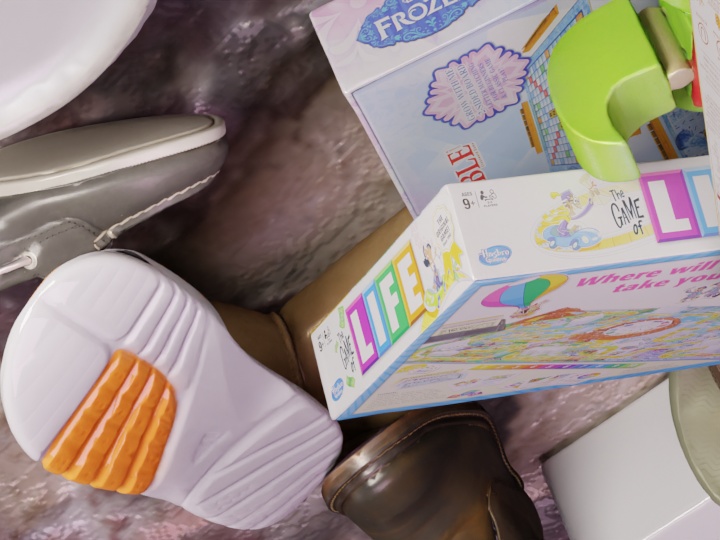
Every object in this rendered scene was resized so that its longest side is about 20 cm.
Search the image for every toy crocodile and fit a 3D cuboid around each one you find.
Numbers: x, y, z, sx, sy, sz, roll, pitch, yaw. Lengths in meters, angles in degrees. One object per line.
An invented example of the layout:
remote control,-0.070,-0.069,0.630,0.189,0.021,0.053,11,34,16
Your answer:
toy crocodile,0.151,-0.088,0.861,0.199,0.062,0.068,-19,144,-7

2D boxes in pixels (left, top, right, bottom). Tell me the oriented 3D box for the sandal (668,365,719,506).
sandal,0.166,0.017,1.107,0.079,0.057,0.202,11,119,14

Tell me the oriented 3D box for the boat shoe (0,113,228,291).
boat shoe,-0.138,-0.008,0.981,0.199,0.067,0.057,-15,107,4

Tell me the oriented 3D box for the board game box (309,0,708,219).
board game box,0.105,-0.065,0.953,0.198,0.041,0.200,-26,144,3

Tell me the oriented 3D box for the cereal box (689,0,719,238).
cereal box,0.174,-0.067,0.825,0.143,0.040,0.201,-21,128,-9

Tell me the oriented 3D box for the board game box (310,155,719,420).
board game box,0.098,0.002,0.934,0.199,0.034,0.134,-7,161,-24

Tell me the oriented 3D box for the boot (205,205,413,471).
boot,0.000,0.000,1.063,0.199,0.066,0.175,-35,142,13

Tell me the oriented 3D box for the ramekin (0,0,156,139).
ramekin,-0.148,-0.126,0.833,0.199,0.105,0.201,-11,137,-10

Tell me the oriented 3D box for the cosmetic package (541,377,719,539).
cosmetic package,0.194,0.078,1.212,0.200,0.072,0.101,-36,137,17

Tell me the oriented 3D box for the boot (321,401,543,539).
boot,0.049,0.115,1.121,0.075,0.097,0.200,-37,161,8

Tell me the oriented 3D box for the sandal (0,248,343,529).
sandal,-0.079,0.042,0.987,0.079,0.059,0.207,-48,147,1
